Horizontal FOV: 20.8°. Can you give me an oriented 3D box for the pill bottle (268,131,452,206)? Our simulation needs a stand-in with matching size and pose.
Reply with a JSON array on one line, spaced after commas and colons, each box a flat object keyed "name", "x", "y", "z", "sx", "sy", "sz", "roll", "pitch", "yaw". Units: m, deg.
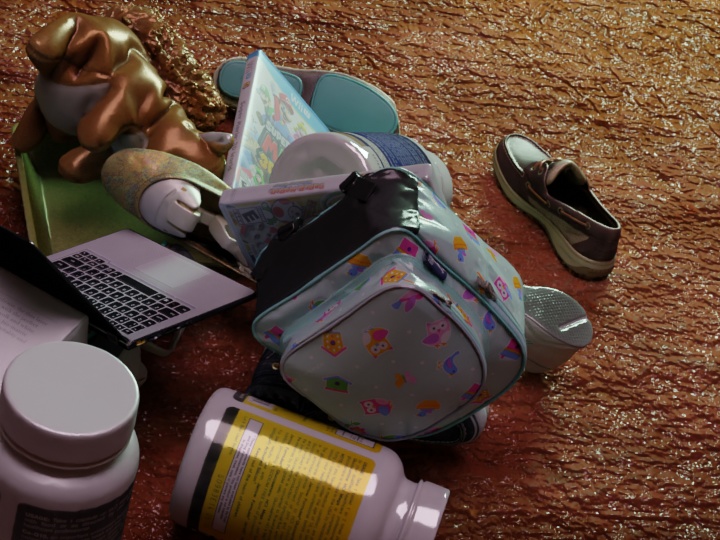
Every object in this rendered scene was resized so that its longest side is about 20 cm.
[{"name": "pill bottle", "x": 0.008, "y": -0.071, "z": 1.798, "sx": 0.111, "sy": 0.111, "sz": 0.200, "roll": 34, "pitch": 17, "yaw": 21}]

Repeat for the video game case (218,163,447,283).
[{"name": "video game case", "x": 0.000, "y": 0.000, "z": 1.619, "sx": 0.181, "sy": 0.201, "sz": 0.023, "roll": -6, "pitch": 43, "yaw": 19}]

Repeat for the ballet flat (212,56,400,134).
[{"name": "ballet flat", "x": -0.051, "y": -0.170, "z": 1.968, "sx": 0.199, "sy": 0.062, "sz": 0.068, "roll": 19, "pitch": 81, "yaw": 6}]

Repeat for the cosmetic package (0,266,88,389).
[{"name": "cosmetic package", "x": -0.342, "y": 0.086, "z": 1.471, "sx": 0.199, "sy": 0.123, "sz": 0.200, "roll": 28, "pitch": 52, "yaw": 14}]

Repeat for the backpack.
[{"name": "backpack", "x": 0.034, "y": 0.042, "z": 1.529, "sx": 0.200, "sy": 0.176, "sz": 0.154, "roll": 35, "pitch": 31, "yaw": -35}]

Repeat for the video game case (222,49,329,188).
[{"name": "video game case", "x": -0.070, "y": -0.093, "z": 1.815, "sx": 0.143, "sy": 0.018, "sz": 0.201, "roll": 48, "pitch": 32, "yaw": -33}]

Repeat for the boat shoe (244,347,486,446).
[{"name": "boat shoe", "x": 0.001, "y": 0.121, "z": 1.634, "sx": 0.199, "sy": 0.071, "sz": 0.091, "roll": 18, "pitch": 41, "yaw": 9}]

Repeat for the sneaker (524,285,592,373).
[{"name": "sneaker", "x": 0.106, "y": 0.028, "z": 1.749, "sx": 0.200, "sy": 0.080, "sz": 0.071, "roll": 35, "pitch": 45, "yaw": -4}]

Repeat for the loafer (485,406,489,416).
[{"name": "loafer", "x": 0.047, "y": 0.066, "z": 1.725, "sx": 0.070, "sy": 0.070, "sz": 0.200, "roll": -33, "pitch": 51, "yaw": -2}]

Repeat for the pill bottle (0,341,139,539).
[{"name": "pill bottle", "x": -0.219, "y": 0.156, "z": 1.391, "sx": 0.112, "sy": 0.201, "sz": 0.113, "roll": 11, "pitch": 38, "yaw": -9}]

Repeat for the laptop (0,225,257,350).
[{"name": "laptop", "x": -0.217, "y": -0.025, "z": 1.540, "sx": 0.199, "sy": 0.117, "sz": 0.187, "roll": -21, "pitch": 31, "yaw": -35}]

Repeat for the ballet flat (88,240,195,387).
[{"name": "ballet flat", "x": -0.192, "y": 0.056, "z": 1.624, "sx": 0.073, "sy": 0.073, "sz": 0.200, "roll": 29, "pitch": 53, "yaw": 15}]

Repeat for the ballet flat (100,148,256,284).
[{"name": "ballet flat", "x": -0.128, "y": -0.041, "z": 1.668, "sx": 0.199, "sy": 0.071, "sz": 0.071, "roll": 28, "pitch": 35, "yaw": -16}]

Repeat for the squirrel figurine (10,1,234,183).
[{"name": "squirrel figurine", "x": -0.187, "y": -0.144, "z": 1.755, "sx": 0.186, "sy": 0.142, "sz": 0.200, "roll": 34, "pitch": 43, "yaw": 11}]

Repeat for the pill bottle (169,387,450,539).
[{"name": "pill bottle", "x": -0.037, "y": 0.175, "z": 1.509, "sx": 0.199, "sy": 0.113, "sz": 0.113, "roll": 20, "pitch": 38, "yaw": 4}]

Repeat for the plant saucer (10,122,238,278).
[{"name": "plant saucer", "x": -0.212, "y": -0.052, "z": 1.776, "sx": 0.199, "sy": 0.048, "sz": 0.200, "roll": 2, "pitch": 40, "yaw": -19}]

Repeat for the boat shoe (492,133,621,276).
[{"name": "boat shoe", "x": 0.200, "y": -0.082, "z": 1.950, "sx": 0.072, "sy": 0.072, "sz": 0.200, "roll": -5, "pitch": 43, "yaw": -26}]
